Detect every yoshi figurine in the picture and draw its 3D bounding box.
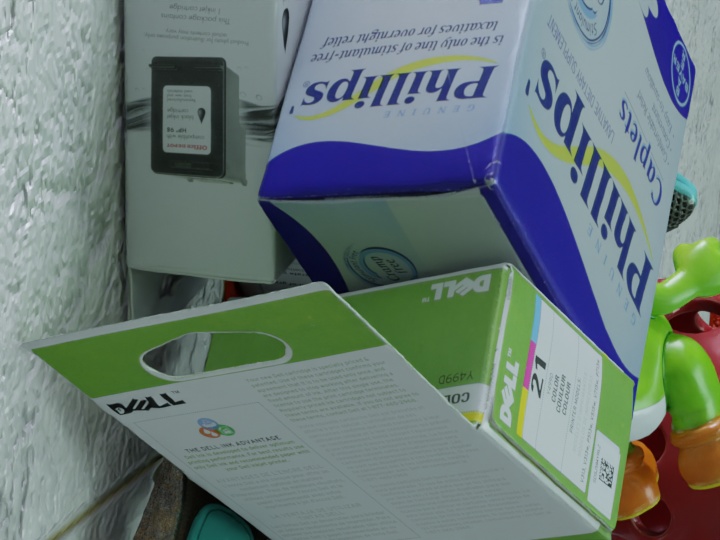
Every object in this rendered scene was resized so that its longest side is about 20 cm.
[{"bbox_3d":[0.115,0.012,1.336,0.112,0.112,0.200,-34,106,-23],"label":"yoshi figurine"}]

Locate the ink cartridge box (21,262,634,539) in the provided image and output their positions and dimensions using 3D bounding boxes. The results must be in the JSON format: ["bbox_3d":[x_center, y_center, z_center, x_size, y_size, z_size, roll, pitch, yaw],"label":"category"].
[{"bbox_3d":[-0.007,0.038,1.065,0.200,0.148,0.076,43,48,-41],"label":"ink cartridge box"}]

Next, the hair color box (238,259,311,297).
[{"bbox_3d":[0.000,0.000,1.323,0.200,0.099,0.061,73,25,-59],"label":"hair color box"}]

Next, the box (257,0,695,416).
[{"bbox_3d":[0.057,-0.059,1.158,0.184,0.105,0.200,57,39,-48],"label":"box"}]

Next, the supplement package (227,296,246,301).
[{"bbox_3d":[0.002,0.140,1.275,0.151,0.152,0.200,74,25,-57],"label":"supplement package"}]

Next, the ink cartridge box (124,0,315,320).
[{"bbox_3d":[-0.050,-0.070,1.152,0.116,0.067,0.200,-52,145,-67],"label":"ink cartridge box"}]

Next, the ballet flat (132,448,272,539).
[{"bbox_3d":[-0.069,0.099,1.157,0.068,0.067,0.200,46,47,-24],"label":"ballet flat"}]

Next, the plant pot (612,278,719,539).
[{"bbox_3d":[0.155,0.099,1.480,0.200,0.182,0.200,11,90,-67],"label":"plant pot"}]

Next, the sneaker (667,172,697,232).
[{"bbox_3d":[0.120,-0.103,1.396,0.078,0.091,0.200,-64,141,-72],"label":"sneaker"}]
